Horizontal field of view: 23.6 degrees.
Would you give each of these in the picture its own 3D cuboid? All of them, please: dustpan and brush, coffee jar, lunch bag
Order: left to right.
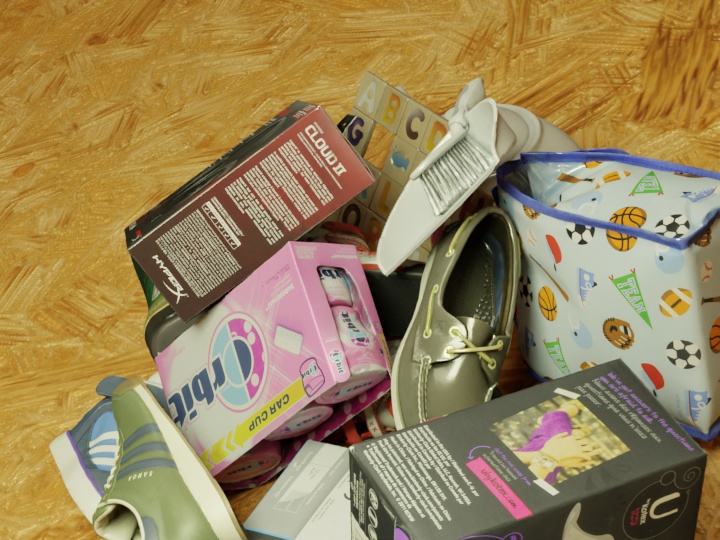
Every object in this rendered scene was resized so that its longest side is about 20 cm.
[{"bbox_3d":[-0.141,0.020,1.504,0.104,0.085,0.200,-28,32,5],"label":"coffee jar"},{"bbox_3d":[0.073,-0.092,1.291,0.140,0.057,0.200,-45,1,35],"label":"dustpan and brush"},{"bbox_3d":[0.190,0.007,1.251,0.200,0.170,0.124,13,34,42],"label":"lunch bag"}]

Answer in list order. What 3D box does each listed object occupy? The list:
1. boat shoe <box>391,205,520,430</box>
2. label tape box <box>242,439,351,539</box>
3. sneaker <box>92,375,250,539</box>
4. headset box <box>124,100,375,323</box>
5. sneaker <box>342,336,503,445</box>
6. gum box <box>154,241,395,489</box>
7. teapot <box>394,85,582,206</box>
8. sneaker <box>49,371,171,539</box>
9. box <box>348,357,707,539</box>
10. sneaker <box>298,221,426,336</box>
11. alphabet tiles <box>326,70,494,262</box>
[{"bbox_3d":[0.071,0.045,1.213,0.060,0.072,0.202,131,156,-54],"label":"boat shoe"},{"bbox_3d":[0.012,0.201,1.186,0.200,0.066,0.143,6,43,38],"label":"label tape box"},{"bbox_3d":[-0.159,0.153,1.239,0.090,0.067,0.200,-33,39,-10],"label":"sneaker"},{"bbox_3d":[-0.082,-0.056,1.336,0.200,0.077,0.149,-38,11,-2],"label":"headset box"},{"bbox_3d":[0.043,0.109,1.296,0.108,0.067,0.201,-29,31,-9],"label":"sneaker"},{"bbox_3d":[-0.062,0.071,1.278,0.200,0.066,0.114,-40,60,40],"label":"gum box"},{"bbox_3d":[0.105,-0.072,1.439,0.200,0.146,0.197,-7,37,20],"label":"teapot"},{"bbox_3d":[-0.154,0.144,1.344,0.146,0.081,0.200,-33,29,-9],"label":"sneaker"},{"bbox_3d":[0.103,0.155,1.092,0.200,0.122,0.106,-15,40,-20],"label":"box"},{"bbox_3d":[-0.001,-0.001,1.361,0.201,0.067,0.108,-9,33,29],"label":"sneaker"},{"bbox_3d":[0.032,-0.052,1.410,0.008,0.167,0.200,7,20,-39],"label":"alphabet tiles"}]
